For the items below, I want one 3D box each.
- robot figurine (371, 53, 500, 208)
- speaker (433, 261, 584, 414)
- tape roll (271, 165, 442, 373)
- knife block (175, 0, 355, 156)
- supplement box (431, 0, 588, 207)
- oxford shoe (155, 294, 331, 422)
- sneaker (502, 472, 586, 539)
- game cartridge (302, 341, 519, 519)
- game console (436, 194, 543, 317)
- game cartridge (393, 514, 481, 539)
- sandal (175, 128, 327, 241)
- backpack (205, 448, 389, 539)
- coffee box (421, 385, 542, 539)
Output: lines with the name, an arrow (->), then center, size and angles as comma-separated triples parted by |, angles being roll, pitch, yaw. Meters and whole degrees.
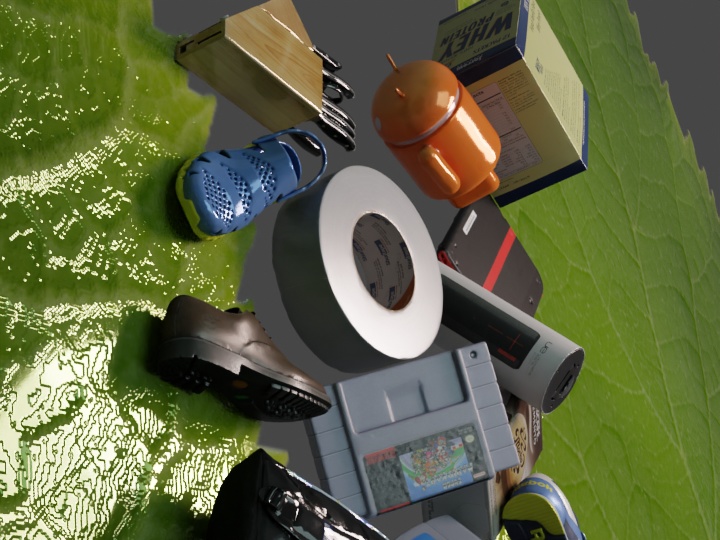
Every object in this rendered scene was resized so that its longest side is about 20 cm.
robot figurine -> 0.088, -0.165, 1.512 | 0.200, 0.116, 0.145 | 48, 64, -35
speaker -> 0.139, 0.070, 1.375 | 0.081, 0.199, 0.082 | -38, 147, -32
tape roll -> 0.000, 0.000, 1.298 | 0.199, 0.066, 0.203 | 28, 53, -43
knife block -> -0.080, -0.178, 1.286 | 0.177, 0.063, 0.200 | 64, 30, -10
supplement box -> 0.199, -0.235, 1.703 | 0.201, 0.133, 0.201 | 54, 27, -26
oxford shoe -> -0.092, 0.074, 1.112 | 0.200, 0.072, 0.085 | 36, 42, -45
sneaker -> 0.210, 0.303, 1.356 | 0.082, 0.073, 0.202 | -63, 136, -66
game cartridge -> 0.049, 0.154, 1.225 | 0.198, 0.038, 0.131 | -14, 79, -22
game console -> 0.166, 0.003, 1.637 | 0.178, 0.031, 0.200 | 55, 32, -15
game cartridge -> 0.071, 0.307, 1.204 | 0.133, 0.041, 0.199 | 32, 31, 21
sandal -> -0.096, -0.088, 1.187 | 0.200, 0.086, 0.080 | -41, 110, -57
backpack -> -0.037, 0.264, 1.042 | 0.198, 0.154, 0.165 | 23, 48, -25
coffee box -> 0.132, 0.188, 1.380 | 0.200, 0.079, 0.114 | -45, 134, -57
